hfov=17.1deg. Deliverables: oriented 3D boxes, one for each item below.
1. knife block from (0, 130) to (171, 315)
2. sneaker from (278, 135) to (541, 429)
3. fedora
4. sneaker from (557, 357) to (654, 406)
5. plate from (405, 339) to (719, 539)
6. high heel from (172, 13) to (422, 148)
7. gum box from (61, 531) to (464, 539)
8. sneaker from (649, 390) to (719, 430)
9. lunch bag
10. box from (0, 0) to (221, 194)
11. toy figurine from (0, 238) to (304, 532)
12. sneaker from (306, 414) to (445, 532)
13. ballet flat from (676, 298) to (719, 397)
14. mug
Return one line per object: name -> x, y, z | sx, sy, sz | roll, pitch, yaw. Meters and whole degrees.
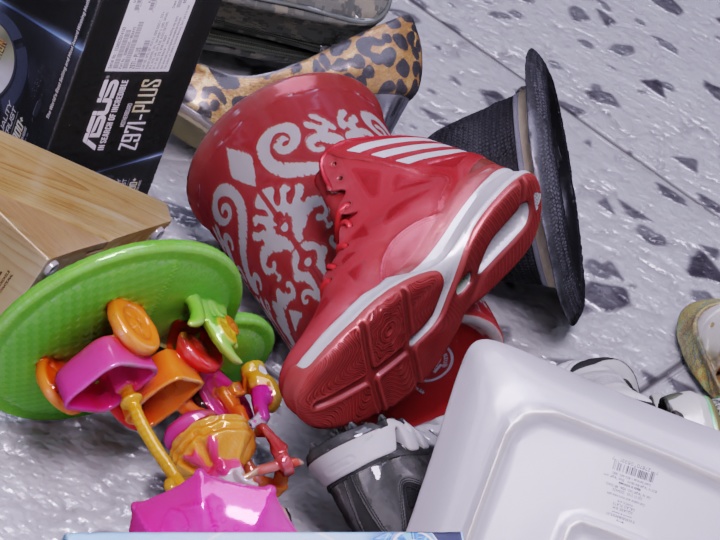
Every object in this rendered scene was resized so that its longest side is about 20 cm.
knife block -> -0.223, -0.048, 1.344 | 0.176, 0.064, 0.200 | 44, 25, 12
sneaker -> 0.000, 0.000, 1.315 | 0.115, 0.079, 0.200 | 26, 51, 33
fedora -> 0.091, -0.048, 1.557 | 0.091, 0.202, 0.201 | -9, 32, 8
sneaker -> 0.142, 0.095, 1.382 | 0.074, 0.080, 0.200 | 70, 21, -8
plate -> 0.119, 0.158, 1.225 | 0.198, 0.201, 0.032 | 21, -12, -6
high heel -> -0.061, -0.140, 1.572 | 0.199, 0.143, 0.071 | 28, -12, -12
gum box -> -0.035, 0.204, 1.096 | 0.199, 0.045, 0.171 | 3, 55, -21
sneaker -> 0.217, 0.105, 1.391 | 0.088, 0.077, 0.200 | -6, -2, 3
lunch bag -> -0.081, -0.217, 1.662 | 0.199, 0.168, 0.140 | 10, 75, -19
box -> -0.178, -0.141, 1.434 | 0.086, 0.201, 0.164 | -3, 41, -37
toy figurine -> -0.083, 0.107, 1.237 | 0.200, 0.150, 0.185 | 23, 35, -55
sneaker -> 0.046, 0.126, 1.326 | 0.200, 0.066, 0.091 | -1, 63, -60
ballet flat -> 0.255, 0.065, 1.547 | 0.070, 0.071, 0.201 | 12, 34, -20
mug -> 0.013, -0.005, 1.436 | 0.177, 0.134, 0.200 | -1, 43, -33
